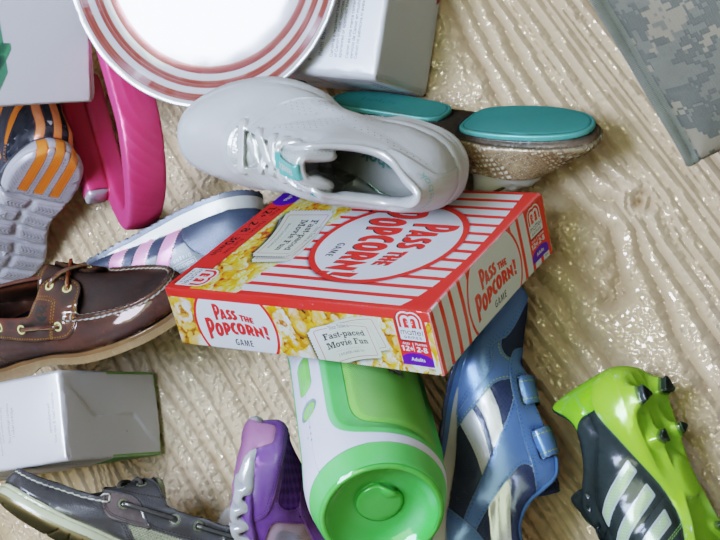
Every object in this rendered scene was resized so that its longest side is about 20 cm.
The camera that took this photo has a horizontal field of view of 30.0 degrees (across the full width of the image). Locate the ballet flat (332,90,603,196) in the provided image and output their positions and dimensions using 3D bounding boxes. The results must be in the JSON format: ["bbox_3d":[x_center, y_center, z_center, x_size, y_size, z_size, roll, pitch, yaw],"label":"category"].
[{"bbox_3d":[0.068,-0.079,0.900,0.200,0.070,0.065,11,119,30],"label":"ballet flat"}]

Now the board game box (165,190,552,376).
[{"bbox_3d":[0.000,0.000,0.860,0.200,0.151,0.046,4,121,34],"label":"board game box"}]

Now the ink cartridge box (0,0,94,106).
[{"bbox_3d":[-0.306,-0.165,0.956,0.146,0.200,0.084,30,124,56],"label":"ink cartridge box"}]

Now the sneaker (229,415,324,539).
[{"bbox_3d":[-0.033,0.177,0.881,0.088,0.081,0.200,-2,124,10],"label":"sneaker"}]

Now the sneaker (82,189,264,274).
[{"bbox_3d":[-0.147,0.016,0.992,0.200,0.070,0.082,-28,73,25],"label":"sneaker"}]

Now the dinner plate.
[{"bbox_3d":[-0.104,-0.210,0.898,0.200,0.024,0.201,3,102,17],"label":"dinner plate"}]

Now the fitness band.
[{"bbox_3d":[-0.191,-0.126,0.997,0.144,0.037,0.200,-47,59,62],"label":"fitness band"}]

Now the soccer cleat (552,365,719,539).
[{"bbox_3d":[0.179,0.158,0.822,0.081,0.067,0.200,-29,72,41],"label":"soccer cleat"}]

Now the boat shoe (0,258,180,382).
[{"bbox_3d":[-0.210,0.028,0.954,0.200,0.070,0.070,-16,113,28],"label":"boat shoe"}]

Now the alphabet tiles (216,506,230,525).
[{"bbox_3d":[-0.096,0.283,0.978,0.200,0.015,0.196,33,101,25],"label":"alphabet tiles"}]

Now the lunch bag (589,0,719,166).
[{"bbox_3d":[0.208,-0.187,0.750,0.164,0.118,0.200,-25,118,24],"label":"lunch bag"}]

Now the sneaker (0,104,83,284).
[{"bbox_3d":[-0.285,-0.068,1.076,0.200,0.077,0.112,-45,47,30],"label":"sneaker"}]

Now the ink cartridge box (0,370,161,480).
[{"bbox_3d":[-0.267,0.124,1.020,0.200,0.117,0.067,-12,80,26],"label":"ink cartridge box"}]

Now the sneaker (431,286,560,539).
[{"bbox_3d":[0.092,0.104,0.862,0.082,0.074,0.200,9,84,11],"label":"sneaker"}]

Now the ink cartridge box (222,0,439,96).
[{"bbox_3d":[-0.048,-0.207,0.948,0.200,0.084,0.145,10,92,27],"label":"ink cartridge box"}]

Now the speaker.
[{"bbox_3d":[0.001,0.090,0.842,0.088,0.088,0.200,-46,25,17],"label":"speaker"}]

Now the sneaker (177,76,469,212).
[{"bbox_3d":[-0.037,-0.074,0.846,0.200,0.088,0.075,10,111,20],"label":"sneaker"}]

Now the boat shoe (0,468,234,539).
[{"bbox_3d":[-0.155,0.179,0.949,0.201,0.072,0.066,24,70,-4],"label":"boat shoe"}]
